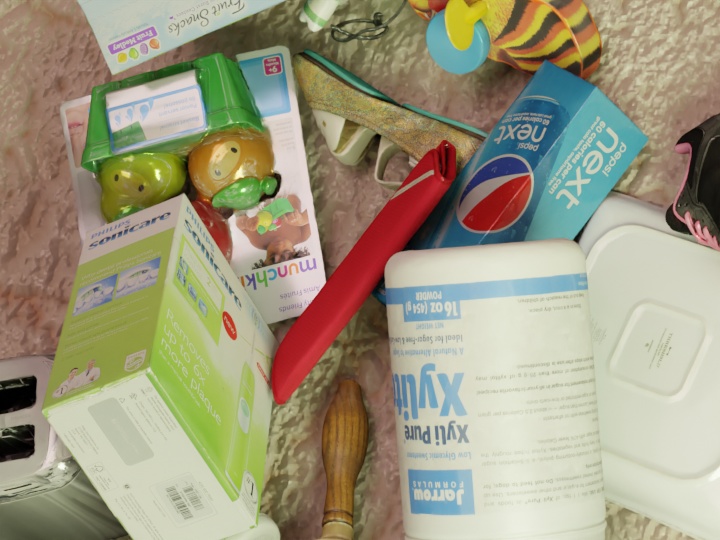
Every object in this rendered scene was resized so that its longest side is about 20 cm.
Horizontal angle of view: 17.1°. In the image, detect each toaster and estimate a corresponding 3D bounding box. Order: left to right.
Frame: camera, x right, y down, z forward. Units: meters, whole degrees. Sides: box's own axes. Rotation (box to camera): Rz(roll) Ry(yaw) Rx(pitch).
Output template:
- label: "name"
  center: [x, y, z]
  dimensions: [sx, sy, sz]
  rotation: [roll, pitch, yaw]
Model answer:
- label: "toaster"
  center: [-0.237, 0.128, 1.686]
  dimensions: [0.198, 0.129, 0.115]
  rotation: [-10, 64, 23]

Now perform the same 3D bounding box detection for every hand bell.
- label: "hand bell"
  center: [-0.014, 0.163, 1.601]
  dimensions: [0.103, 0.104, 0.201]
  rotation: [-11, 52, 22]

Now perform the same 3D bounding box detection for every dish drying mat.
- label: "dish drying mat"
  center: [0.000, 0.000, 1.629]
  dimensions: [0.200, 0.018, 0.077]
  rotation: [-52, 15, 20]

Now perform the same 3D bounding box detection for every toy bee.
- label: "toy bee"
  center: [0.071, -0.194, 1.668]
  dimensions: [0.198, 0.110, 0.131]
  rotation: [3, 29, 7]

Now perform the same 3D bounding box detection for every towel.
- label: "towel"
  center: [0.033, -0.255, 1.702]
  dimensions: [0.023, 0.153, 0.200]
  rotation: [42, 103, -5]

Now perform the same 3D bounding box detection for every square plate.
- label: "square plate"
  center: [0.197, 0.057, 1.558]
  dimensions: [0.197, 0.028, 0.201]
  rotation: [20, 79, 31]

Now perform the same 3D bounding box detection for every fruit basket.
- label: "fruit basket"
  center: [-0.125, -0.050, 1.726]
  dimensions: [0.184, 0.094, 0.202]
  rotation: [-13, 71, 16]

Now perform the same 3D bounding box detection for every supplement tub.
- label: "supplement tub"
  center: [0.085, 0.084, 1.505]
  dimensions: [0.131, 0.132, 0.202]
  rotation: [-5, 89, 25]

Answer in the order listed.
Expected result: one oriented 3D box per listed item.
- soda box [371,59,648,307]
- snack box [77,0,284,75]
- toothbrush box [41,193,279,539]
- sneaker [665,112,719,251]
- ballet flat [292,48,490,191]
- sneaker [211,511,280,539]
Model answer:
- label: "soda box"
  center: [0.100, -0.037, 1.614]
  dimensions: [0.201, 0.068, 0.064]
  rotation: [-53, 39, -2]
- label: "snack box"
  center: [-0.097, -0.225, 1.733]
  dimensions: [0.168, 0.200, 0.068]
  rotation: [-21, 104, 19]
- label: "toothbrush box"
  center: [-0.129, 0.071, 1.601]
  dimensions: [0.086, 0.146, 0.201]
  rotation: [-22, 31, 16]
- label: "sneaker"
  center: [0.242, -0.033, 1.535]
  dimensions: [0.095, 0.079, 0.201]
  rotation: [-25, 37, 24]
- label: "ballet flat"
  center: [0.016, -0.096, 1.693]
  dimensions: [0.199, 0.071, 0.071]
  rotation: [28, 83, 31]
- label: "sneaker"
  center: [-0.145, 0.218, 1.618]
  dimensions: [0.112, 0.073, 0.201]
  rotation: [44, 106, 33]
